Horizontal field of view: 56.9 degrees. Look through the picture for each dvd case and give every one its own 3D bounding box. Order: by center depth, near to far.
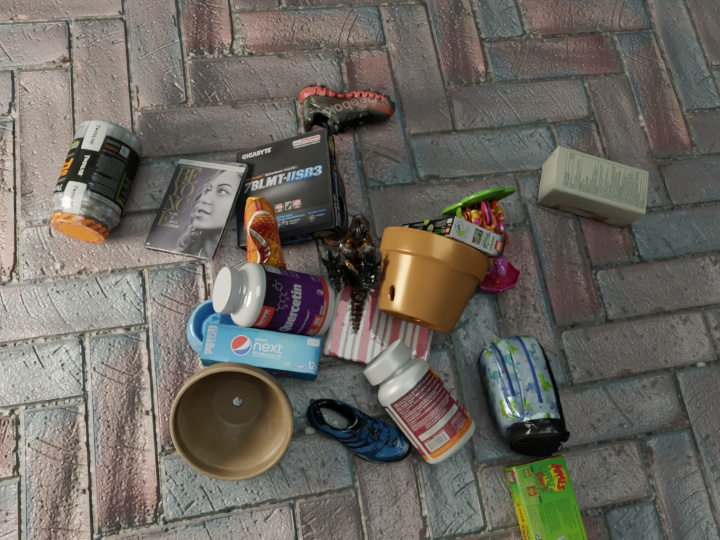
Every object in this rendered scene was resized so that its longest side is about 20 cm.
[{"bbox_3d":[-0.308,-0.121,1.249,0.147,0.016,0.202,10,69,18],"label":"dvd case"}]

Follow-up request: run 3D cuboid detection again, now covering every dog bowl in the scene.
[{"bbox_3d":[-0.221,0.125,1.189,0.199,0.050,0.112,35,70,3],"label":"dog bowl"}]

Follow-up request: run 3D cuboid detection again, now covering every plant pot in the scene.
[{"bbox_3d":[-0.210,0.239,1.111,0.198,0.093,0.204,-1,103,-4],"label":"plant pot"},{"bbox_3d":[0.116,0.023,1.176,0.198,0.200,0.142,18,82,-2],"label":"plant pot"}]

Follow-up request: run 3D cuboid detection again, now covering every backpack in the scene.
[{"bbox_3d":[0.286,0.213,1.183,0.152,0.164,0.202,3,64,8],"label":"backpack"}]

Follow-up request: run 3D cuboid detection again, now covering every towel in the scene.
[{"bbox_3d":[0.037,0.111,1.245,0.197,0.030,0.148,14,70,-1],"label":"towel"}]

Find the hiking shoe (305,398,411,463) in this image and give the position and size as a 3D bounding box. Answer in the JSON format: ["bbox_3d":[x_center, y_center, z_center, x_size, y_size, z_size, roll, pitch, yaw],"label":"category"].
[{"bbox_3d":[-0.003,0.280,1.149,0.198,0.087,0.075,20,70,-1],"label":"hiking shoe"}]

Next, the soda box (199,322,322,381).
[{"bbox_3d":[-0.167,0.139,1.129,0.197,0.068,0.065,9,70,-5],"label":"soda box"}]

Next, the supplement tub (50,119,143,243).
[{"bbox_3d":[-0.481,-0.160,1.206,0.121,0.123,0.202,12,70,-4],"label":"supplement tub"}]

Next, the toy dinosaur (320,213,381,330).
[{"bbox_3d":[0.000,0.000,1.204,0.101,0.136,0.202,-20,88,8],"label":"toy dinosaur"}]

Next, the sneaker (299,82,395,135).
[{"bbox_3d":[-0.027,-0.319,1.354,0.198,0.071,0.099,4,71,-5],"label":"sneaker"}]

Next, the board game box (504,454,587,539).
[{"bbox_3d":[0.332,0.438,1.167,0.100,0.048,0.202,-9,74,-12],"label":"board game box"}]

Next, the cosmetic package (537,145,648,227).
[{"bbox_3d":[0.478,-0.170,1.369,0.198,0.087,0.105,16,71,-4],"label":"cosmetic package"}]

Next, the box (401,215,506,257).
[{"bbox_3d":[0.158,-0.055,1.186,0.109,0.200,0.035,21,82,-20],"label":"box"}]

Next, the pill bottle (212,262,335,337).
[{"bbox_3d":[-0.149,0.051,1.155,0.198,0.112,0.114,12,68,-32],"label":"pill bottle"}]

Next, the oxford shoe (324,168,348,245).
[{"bbox_3d":[-0.057,-0.155,1.293,0.070,0.073,0.202,-12,74,-12],"label":"oxford shoe"}]

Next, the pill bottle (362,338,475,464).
[{"bbox_3d":[0.099,0.225,1.157,0.109,0.110,0.201,-38,90,-18],"label":"pill bottle"}]

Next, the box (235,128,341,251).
[{"bbox_3d":[-0.138,-0.149,1.251,0.198,0.050,0.201,-10,74,17],"label":"box"}]

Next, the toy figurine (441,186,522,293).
[{"bbox_3d":[0.251,-0.050,1.258,0.148,0.200,0.186,-16,87,2],"label":"toy figurine"}]

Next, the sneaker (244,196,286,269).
[{"bbox_3d":[-0.170,-0.044,1.187,0.072,0.201,0.078,-4,44,-14],"label":"sneaker"}]
